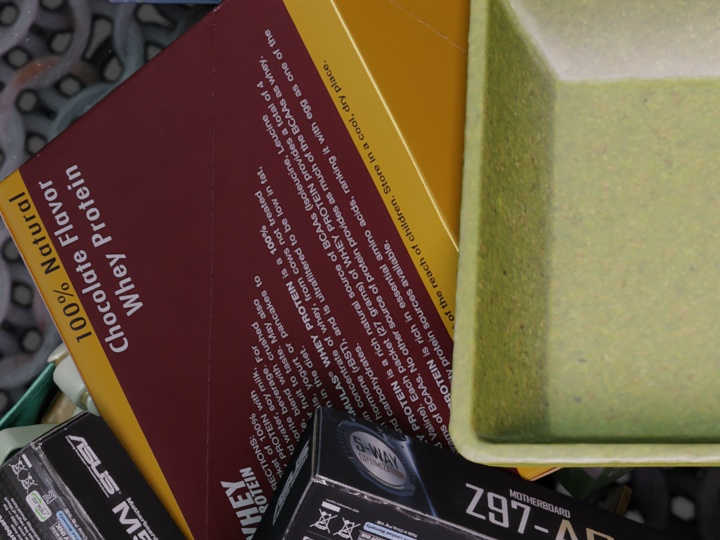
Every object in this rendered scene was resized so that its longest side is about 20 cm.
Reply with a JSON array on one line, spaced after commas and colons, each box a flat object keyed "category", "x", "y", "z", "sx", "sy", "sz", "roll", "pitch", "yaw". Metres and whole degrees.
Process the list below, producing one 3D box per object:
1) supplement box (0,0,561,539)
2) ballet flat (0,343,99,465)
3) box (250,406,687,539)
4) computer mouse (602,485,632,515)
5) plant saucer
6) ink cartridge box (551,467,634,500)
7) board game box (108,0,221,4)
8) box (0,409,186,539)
[{"category": "supplement box", "x": 0.000, "y": 0.000, "z": 0.830, "sx": 0.199, "sy": 0.132, "sz": 0.199, "roll": -32, "pitch": 82, "yaw": 41}, {"category": "ballet flat", "x": -0.124, "y": 0.071, "z": 0.943, "sx": 0.067, "sy": 0.070, "sz": 0.200, "roll": 40, "pitch": 90, "yaw": 19}, {"category": "box", "x": 0.046, "y": 0.151, "z": 0.737, "sx": 0.198, "sy": 0.044, "sz": 0.161, "roll": 20, "pitch": 117, "yaw": -9}, {"category": "computer mouse", "x": 0.162, "y": 0.096, "z": 0.861, "sx": 0.140, "sy": 0.046, "sz": 0.202, "roll": 13, "pitch": 77, "yaw": 39}, {"category": "plant saucer", "x": 0.133, "y": -0.014, "z": 0.714, "sx": 0.198, "sy": 0.048, "sz": 0.201, "roll": -1, "pitch": 55, "yaw": 8}, {"category": "ink cartridge box", "x": 0.093, "y": -0.029, "z": 0.863, "sx": 0.146, "sy": 0.048, "sz": 0.201, "roll": 45, "pitch": 131, "yaw": 20}, {"category": "board game box", "x": 0.003, "y": -0.187, "z": 0.930, "sx": 0.199, "sy": 0.062, "sz": 0.201, "roll": 20, "pitch": 65, "yaw": 37}, {"category": "box", "x": -0.116, "y": 0.185, "z": 0.852, "sx": 0.193, "sy": 0.047, "sz": 0.201, "roll": -38, "pitch": 86, "yaw": 34}]
